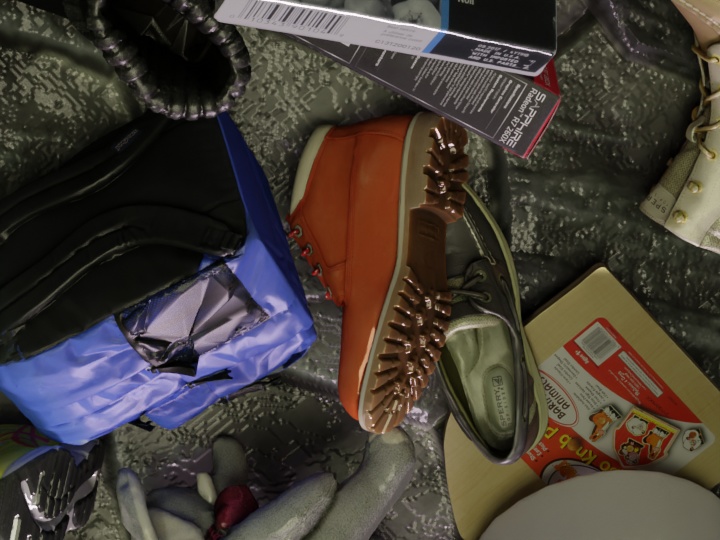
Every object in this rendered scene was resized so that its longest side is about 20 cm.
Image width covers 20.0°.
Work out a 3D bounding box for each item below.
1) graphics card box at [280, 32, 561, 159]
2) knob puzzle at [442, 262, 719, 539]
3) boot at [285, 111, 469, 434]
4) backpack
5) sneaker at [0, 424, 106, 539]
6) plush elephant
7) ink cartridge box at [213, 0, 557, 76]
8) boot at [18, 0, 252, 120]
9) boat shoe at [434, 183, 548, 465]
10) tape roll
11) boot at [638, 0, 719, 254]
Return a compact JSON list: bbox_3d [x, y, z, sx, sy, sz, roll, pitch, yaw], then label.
[{"bbox_3d":[0.022,-0.152,1.214,0.199,0.126,0.051,26,116,-12],"label":"graphics card box"},{"bbox_3d":[0.142,0.114,1.382,0.218,0.030,0.221,-1,113,-1],"label":"knob puzzle"},{"bbox_3d":[0.000,0.000,1.265,0.107,0.075,0.201,3,77,26],"label":"boot"},{"bbox_3d":[-0.139,0.019,1.256,0.199,0.163,0.168,-26,131,6],"label":"backpack"},{"bbox_3d":[-0.225,0.137,1.289,0.090,0.200,0.079,14,90,5],"label":"sneaker"},{"bbox_3d":[-0.079,0.178,1.338,0.154,0.200,0.165,32,149,18],"label":"plush elephant"},{"bbox_3d":[0.016,-0.221,1.147,0.197,0.043,0.201,7,69,-20],"label":"ink cartridge box"},{"bbox_3d":[-0.160,-0.168,1.179,0.210,0.158,0.080,19,110,-11],"label":"boot"},{"bbox_3d":[0.070,0.029,1.303,0.071,0.066,0.202,-18,96,9],"label":"boat shoe"},{"bbox_3d":[0.170,0.229,1.381,0.201,0.071,0.203,-3,131,-3],"label":"tape roll"},{"bbox_3d":[0.219,-0.100,1.277,0.199,0.072,0.155,32,107,-17],"label":"boot"}]
